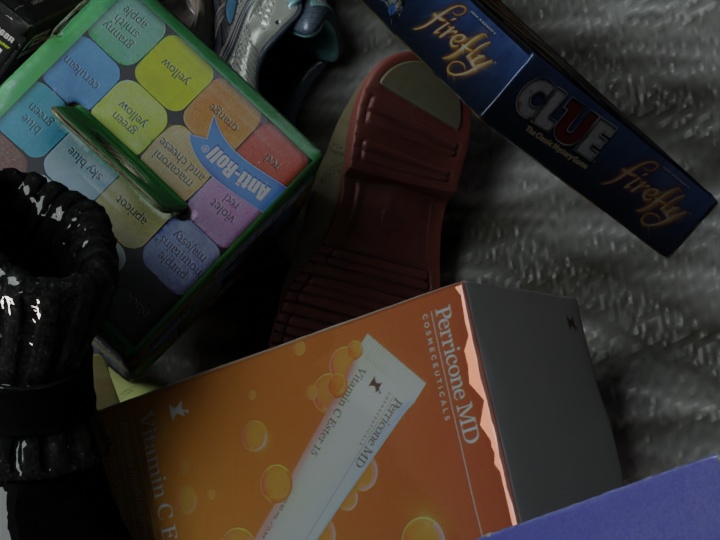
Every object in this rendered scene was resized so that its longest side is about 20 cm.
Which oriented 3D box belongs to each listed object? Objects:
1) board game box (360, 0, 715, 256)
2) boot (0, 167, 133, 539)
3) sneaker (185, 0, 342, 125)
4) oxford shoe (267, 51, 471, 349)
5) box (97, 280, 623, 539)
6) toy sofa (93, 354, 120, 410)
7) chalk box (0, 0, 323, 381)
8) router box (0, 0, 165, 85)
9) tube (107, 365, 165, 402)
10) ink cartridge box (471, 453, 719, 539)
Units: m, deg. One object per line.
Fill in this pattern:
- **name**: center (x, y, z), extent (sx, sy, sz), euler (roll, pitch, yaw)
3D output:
- **board game box**: center (0.055, -0.096, 0.955), extent (0.035, 0.135, 0.200), euler (-49, 43, 9)
- **boot**: center (-0.115, 0.070, 0.845), extent (0.211, 0.079, 0.158), euler (39, 118, 33)
- **sneaker**: center (-0.044, -0.136, 1.131), extent (0.086, 0.078, 0.200), euler (-2, 73, 33)
- **oxford shoe**: center (0.000, 0.000, 1.018), extent (0.075, 0.070, 0.200), euler (171, 120, -76)
- **box**: center (-0.004, 0.094, 0.890), extent (0.200, 0.097, 0.124), euler (-21, 74, 29)
- **toy sofa**: center (-0.191, 0.121, 1.022), extent (0.200, 0.083, 0.098), euler (-27, 80, 35)
- **chalk box**: center (-0.103, -0.041, 0.978), extent (0.124, 0.124, 0.200), euler (-46, 0, -10)
- **router box**: center (-0.170, -0.104, 1.051), extent (0.150, 0.062, 0.200), euler (-50, -3, 28)
- **tube**: center (-0.134, 0.071, 1.103), extent (0.058, 0.052, 0.200), euler (-22, 25, -28)
- **ink cartridge box**: center (0.073, 0.189, 0.763), extent (0.198, 0.047, 0.200), euler (-25, 86, 33)
